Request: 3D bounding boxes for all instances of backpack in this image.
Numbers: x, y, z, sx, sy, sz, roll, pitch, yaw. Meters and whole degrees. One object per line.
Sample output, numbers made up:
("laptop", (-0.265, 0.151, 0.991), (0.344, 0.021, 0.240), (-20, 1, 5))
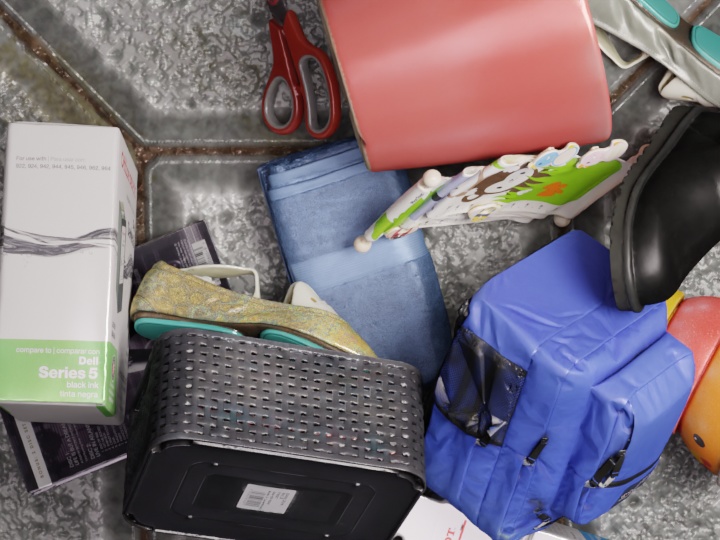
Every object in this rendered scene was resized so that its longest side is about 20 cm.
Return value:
("backpack", (0.134, 0.105, 1.422), (0.168, 0.162, 0.201), (43, 132, 25))

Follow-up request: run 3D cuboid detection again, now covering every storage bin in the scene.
("storage bin", (-0.062, 0.127, 1.409), (0.199, 0.135, 0.094), (9, 54, -15))

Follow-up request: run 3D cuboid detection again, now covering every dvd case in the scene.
("dvd case", (-0.185, 0.066, 1.499), (0.199, 0.016, 0.149), (-22, 79, 0))

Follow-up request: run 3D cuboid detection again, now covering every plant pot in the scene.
("plant pot", (0.069, -0.164, 1.415), (0.176, 0.200, 0.202), (-16, 95, 0))

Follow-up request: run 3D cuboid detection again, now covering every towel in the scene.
("towel", (0.000, 0.000, 1.502), (0.111, 0.049, 0.201), (-16, 94, 0))

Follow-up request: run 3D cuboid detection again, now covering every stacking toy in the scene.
("stacking toy", (0.234, 0.061, 1.494), (0.199, 0.146, 0.147), (27, 93, 16))

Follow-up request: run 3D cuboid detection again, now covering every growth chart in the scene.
("growth chart", (0.107, -0.057, 1.439), (0.199, 0.145, 0.018), (-7, 70, -24))

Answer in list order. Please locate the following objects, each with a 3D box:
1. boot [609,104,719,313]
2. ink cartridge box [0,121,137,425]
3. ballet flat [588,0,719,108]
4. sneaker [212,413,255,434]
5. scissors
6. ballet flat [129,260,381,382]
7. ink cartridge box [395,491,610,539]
("boot", (0.271, -0.049, 1.370), (0.157, 0.212, 0.080), (5, 135, 30))
("ink cartridge box", (-0.213, 0.005, 1.426), (0.083, 0.146, 0.201), (2, 80, -1))
("ballet flat", (0.234, -0.168, 1.497), (0.200, 0.067, 0.064), (37, 120, -3))
("sneaker", (-0.074, 0.178, 1.493), (0.076, 0.088, 0.200), (-44, 94, 2))
("scissors", (-0.055, -0.197, 1.486), (0.073, 0.014, 0.201), (-6, 93, 38))
("ballet flat", (-0.072, 0.033, 1.458), (0.199, 0.071, 0.071), (12, 94, 7))
("ink cartridge box", (0.097, 0.240, 1.514), (0.199, 0.067, 0.116), (19, 95, -3))
